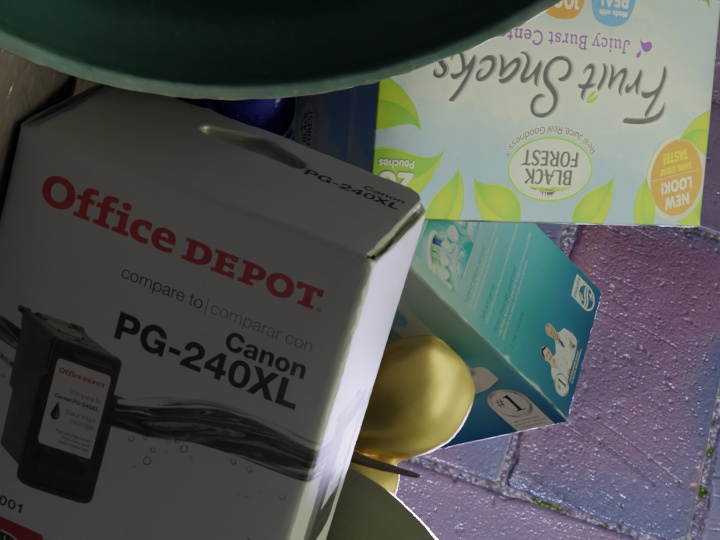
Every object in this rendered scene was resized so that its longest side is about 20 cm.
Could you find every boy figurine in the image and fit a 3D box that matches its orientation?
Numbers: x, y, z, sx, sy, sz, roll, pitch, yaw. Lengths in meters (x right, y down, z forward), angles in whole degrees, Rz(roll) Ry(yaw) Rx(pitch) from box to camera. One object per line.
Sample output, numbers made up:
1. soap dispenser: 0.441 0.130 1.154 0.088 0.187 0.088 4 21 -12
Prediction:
1. boy figurine: -0.026 0.100 0.869 0.064 0.125 0.200 25 111 -46

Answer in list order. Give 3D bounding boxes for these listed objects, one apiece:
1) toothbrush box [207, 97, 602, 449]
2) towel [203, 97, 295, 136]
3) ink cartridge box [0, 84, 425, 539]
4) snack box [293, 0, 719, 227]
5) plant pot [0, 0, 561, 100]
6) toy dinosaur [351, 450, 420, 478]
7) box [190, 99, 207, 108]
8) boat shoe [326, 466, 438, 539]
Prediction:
1. toothbrush box: 0.000 0.000 0.907 0.146 0.200 0.086 -18 -139 42
2. towel: -0.060 -0.134 0.707 0.200 0.049 0.149 61 24 -85
3. ink cartridge box: -0.075 0.047 0.706 0.083 0.144 0.201 -43 152 -67
4. snack box: 0.070 -0.106 0.810 0.067 0.199 0.170 12 -81 54
5. plant pot: -0.024 -0.153 0.355 0.135 0.199 0.201 -109 -154 -46
6. toy dinosaur: -0.066 0.033 0.810 0.058 0.200 0.101 -44 -171 -2
7. box: -0.057 -0.112 1.012 0.161 0.049 0.201 -74 180 -64
8. boat shoe: -0.033 0.109 0.797 0.074 0.200 0.063 -63 163 1
